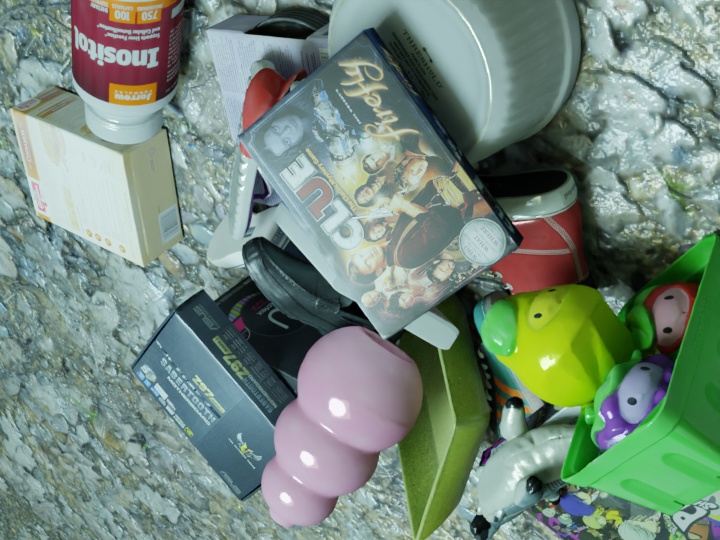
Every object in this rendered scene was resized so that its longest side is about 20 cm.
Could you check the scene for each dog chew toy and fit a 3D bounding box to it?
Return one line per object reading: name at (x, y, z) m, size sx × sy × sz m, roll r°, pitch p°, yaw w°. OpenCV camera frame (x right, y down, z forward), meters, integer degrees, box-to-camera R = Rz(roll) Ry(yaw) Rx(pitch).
dog chew toy at (-0.027, 0.156, 1.045) m, size 0.124 × 0.124 × 0.201 m, roll 34°, pitch 96°, yaw 19°

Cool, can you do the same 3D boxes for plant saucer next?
plant saucer at (0.078, 0.132, 1.076) m, size 0.047 × 0.201 × 0.201 m, roll 2°, pitch 135°, yaw -11°

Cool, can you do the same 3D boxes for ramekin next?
ramekin at (0.066, -0.177, 0.872) m, size 0.199 × 0.105 × 0.202 m, roll 25°, pitch 135°, yaw 28°

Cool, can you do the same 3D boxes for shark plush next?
shark plush at (0.151, 0.204, 0.972) m, size 0.091 × 0.082 × 0.202 m, roll -107°, pitch 30°, yaw -49°

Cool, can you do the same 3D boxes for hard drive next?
hard drive at (0.000, 0.000, 1.006) m, size 0.131 × 0.027 × 0.200 m, roll 30°, pitch -173°, yaw -26°

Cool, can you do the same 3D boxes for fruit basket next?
fruit basket at (0.202, 0.063, 0.850) m, size 0.216 × 0.215 × 0.156 m, roll 46°, pitch 141°, yaw 5°

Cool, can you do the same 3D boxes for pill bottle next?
pill bottle at (-0.239, -0.234, 1.115) m, size 0.112 × 0.113 × 0.201 m, roll 34°, pitch 138°, yaw 19°

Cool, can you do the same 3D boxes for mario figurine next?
mario figurine at (-0.017, -0.102, 0.932) m, size 0.200 × 0.106 × 0.124 m, roll 48°, pitch 135°, yaw 8°

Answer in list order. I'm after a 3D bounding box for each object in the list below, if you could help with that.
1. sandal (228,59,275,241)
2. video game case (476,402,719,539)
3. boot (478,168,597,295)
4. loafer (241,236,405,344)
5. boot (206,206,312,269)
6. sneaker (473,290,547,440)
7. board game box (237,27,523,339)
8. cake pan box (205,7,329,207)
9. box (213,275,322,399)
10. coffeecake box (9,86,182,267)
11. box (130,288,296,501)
sandal at (-0.094, -0.105, 1.044) m, size 0.049 × 0.083 × 0.204 m, roll 5°, pitch 136°, yaw -12°
video game case at (0.235, 0.192, 0.991) m, size 0.199 × 0.036 × 0.181 m, roll 38°, pitch 131°, yaw -7°
boot at (0.114, -0.013, 0.983) m, size 0.198 × 0.072 × 0.146 m, roll 3°, pitch 123°, yaw 38°
loafer at (-0.035, 0.023, 1.082) m, size 0.070 × 0.068 × 0.200 m, roll -40°, pitch 124°, yaw 18°
boot at (-0.096, -0.018, 1.179) m, size 0.090 × 0.073 × 0.199 m, roll 32°, pitch 169°, yaw -24°
sneaker at (0.145, 0.116, 1.037) m, size 0.079 × 0.071 × 0.202 m, roll -19°, pitch 107°, yaw 31°
board game box at (0.015, -0.065, 0.849) m, size 0.135 × 0.035 × 0.201 m, roll -36°, pitch 93°, yaw 21°
cake pan box at (-0.053, -0.148, 1.052) m, size 0.182 × 0.052 × 0.202 m, roll 11°, pitch 127°, yaw 36°
box at (-0.080, 0.103, 1.213) m, size 0.198 × 0.122 × 0.107 m, roll 23°, pitch 133°, yaw 29°
coffeecake box at (-0.317, -0.115, 1.311) m, size 0.198 × 0.073 × 0.155 m, roll 23°, pitch 133°, yaw 30°
box at (-0.147, 0.138, 1.167) m, size 0.200 × 0.051 × 0.158 m, roll 49°, pitch 139°, yaw 2°
